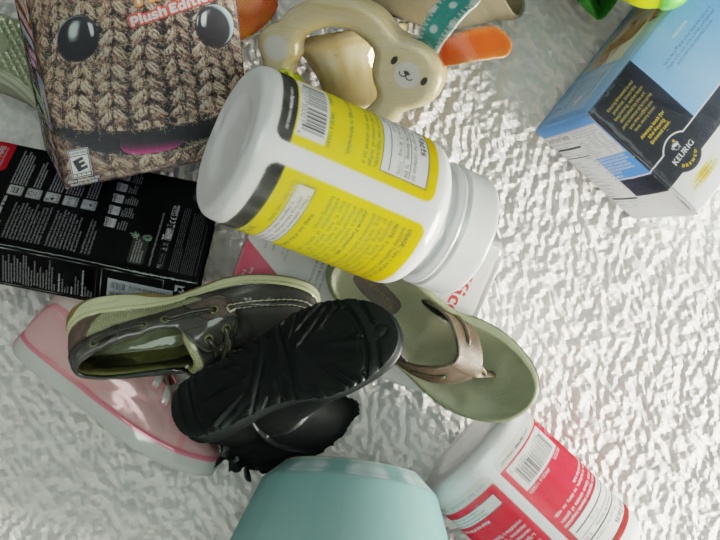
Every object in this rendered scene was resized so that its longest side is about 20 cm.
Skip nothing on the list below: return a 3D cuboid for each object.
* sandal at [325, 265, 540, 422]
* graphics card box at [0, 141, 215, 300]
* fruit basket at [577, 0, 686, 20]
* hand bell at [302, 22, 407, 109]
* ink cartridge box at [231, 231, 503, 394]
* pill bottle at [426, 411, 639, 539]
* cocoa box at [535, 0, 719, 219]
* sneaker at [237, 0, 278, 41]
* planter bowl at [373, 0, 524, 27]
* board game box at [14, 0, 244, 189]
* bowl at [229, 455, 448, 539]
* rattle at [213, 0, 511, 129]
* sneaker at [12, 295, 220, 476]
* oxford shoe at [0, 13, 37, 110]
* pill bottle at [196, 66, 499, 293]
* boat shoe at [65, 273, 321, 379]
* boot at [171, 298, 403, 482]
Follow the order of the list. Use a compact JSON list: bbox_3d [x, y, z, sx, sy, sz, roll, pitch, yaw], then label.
[{"bbox_3d":[0.054,0.057,0.910,0.201,0.057,0.080,37,102,-9],"label":"sandal"},{"bbox_3d":[-0.223,-0.035,0.949,0.199,0.051,0.126,10,42,-6],"label":"graphics card box"},{"bbox_3d":[0.215,-0.302,0.955,0.215,0.216,0.156,38,82,-3],"label":"fruit basket"},{"bbox_3d":[0.005,-0.108,1.007,0.104,0.104,0.201,-10,99,-7],"label":"hand bell"},{"bbox_3d":[0.000,0.000,0.968,0.200,0.083,0.147,21,106,-5],"label":"ink cartridge box"},{"bbox_3d":[0.161,0.215,0.976,0.200,0.112,0.112,44,82,-2],"label":"pill bottle"},{"bbox_3d":[0.276,-0.162,1.003,0.131,0.133,0.200,40,83,-8],"label":"cocoa box"},{"bbox_3d":[-0.170,-0.228,0.989,0.199,0.077,0.073,-4,85,-9],"label":"sneaker"},{"bbox_3d":[0.047,-0.294,0.976,0.134,0.200,0.201,-12,87,20],"label":"planter bowl"},{"bbox_3d":[-0.182,-0.187,0.913,0.159,0.097,0.200,-15,121,-18],"label":"board game box"},{"bbox_3d":[-0.014,0.211,0.925,0.200,0.201,0.105,8,72,-6],"label":"bowl"},{"bbox_3d":[0.003,-0.152,0.880,0.200,0.143,0.131,-1,97,22],"label":"rattle"},{"bbox_3d":[-0.182,0.081,0.960,0.200,0.075,0.105,36,93,1],"label":"sneaker"},{"bbox_3d":[-0.286,-0.175,0.985,0.200,0.058,0.075,22,77,-19],"label":"oxford shoe"},{"bbox_3d":[-0.007,-0.058,0.832,0.200,0.114,0.115,21,83,-24],"label":"pill bottle"},{"bbox_3d":[-0.128,0.052,0.894,0.200,0.072,0.066,-6,44,-5],"label":"boat shoe"},{"bbox_3d":[-0.041,0.100,0.918,0.198,0.162,0.073,-25,65,9],"label":"boot"}]
